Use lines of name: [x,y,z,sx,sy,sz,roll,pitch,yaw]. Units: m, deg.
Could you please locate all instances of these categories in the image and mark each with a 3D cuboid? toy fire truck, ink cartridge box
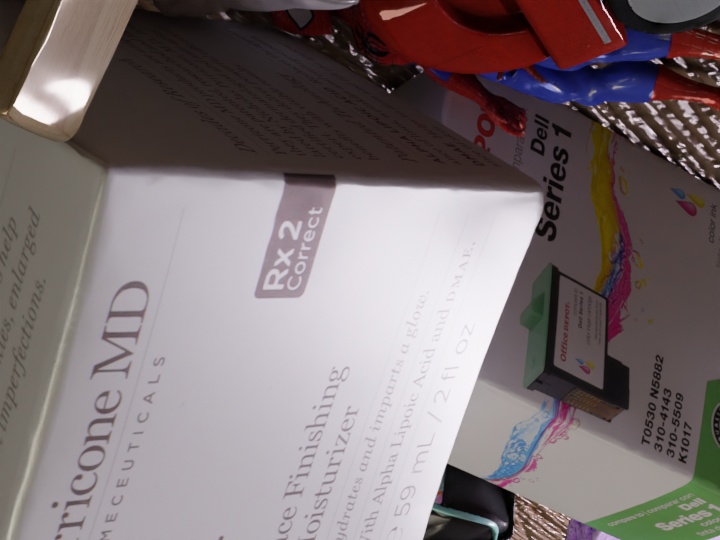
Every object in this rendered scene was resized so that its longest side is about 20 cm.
toy fire truck: [-0.002,-0.108,0.533,0.198,0.130,0.176,-21,145,17]
ink cartridge box: [0.086,0.017,0.810,0.199,0.146,0.084,25,150,-23]

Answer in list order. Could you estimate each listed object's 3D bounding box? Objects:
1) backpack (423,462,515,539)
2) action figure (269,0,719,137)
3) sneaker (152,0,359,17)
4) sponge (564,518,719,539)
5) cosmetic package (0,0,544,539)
backpack: [-0.029,0.089,0.898,0.198,0.155,0.176,2,152,0]
action figure: [0.060,-0.086,0.731,0.198,0.052,0.066,15,160,5]
sneaker: [-0.025,-0.148,0.626,0.098,0.079,0.200,6,164,0]
sponge: [0.204,0.114,0.969,0.198,0.030,0.112,-15,151,-11]
cosmetic package: [-0.075,0.007,0.660,0.199,0.166,0.165,-1,-154,-44]
